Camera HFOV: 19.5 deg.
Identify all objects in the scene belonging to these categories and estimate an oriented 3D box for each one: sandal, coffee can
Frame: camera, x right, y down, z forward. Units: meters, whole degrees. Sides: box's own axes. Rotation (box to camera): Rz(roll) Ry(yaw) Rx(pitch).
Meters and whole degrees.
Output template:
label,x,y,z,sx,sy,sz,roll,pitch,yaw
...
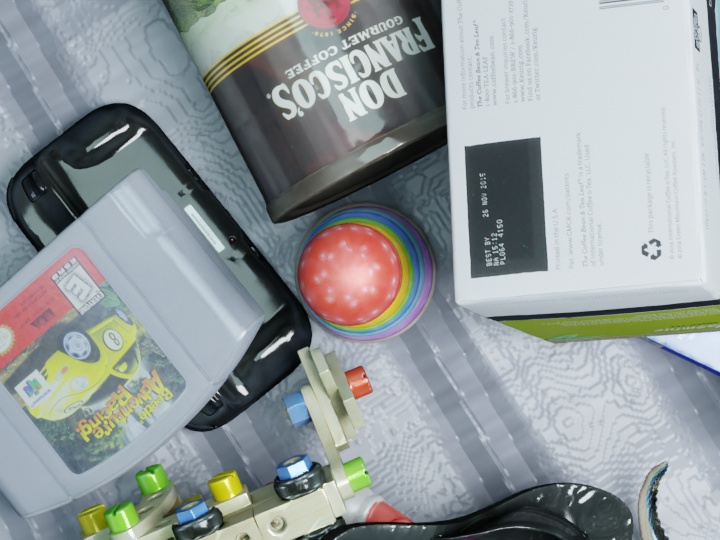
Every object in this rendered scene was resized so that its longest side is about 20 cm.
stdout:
label,x,y,z,sx,sy,sz,roll,pitch,yaw
sandal,0.070,0.166,1.163,0.200,0.048,0.075,-8,96,-24
coffee can,-0.031,-0.147,1.202,0.146,0.146,0.200,-28,88,2

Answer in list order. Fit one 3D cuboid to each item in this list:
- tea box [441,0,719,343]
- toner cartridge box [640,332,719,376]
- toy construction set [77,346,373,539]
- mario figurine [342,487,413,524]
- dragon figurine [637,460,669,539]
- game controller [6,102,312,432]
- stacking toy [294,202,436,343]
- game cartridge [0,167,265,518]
label,x,y,z,sx,sy,sz,roll,pitch,yaw
tea box,0.136,-0.071,1.137,0.134,0.197,0.200,-5,81,19
toner cartridge box,0.228,-0.041,1.241,0.095,0.043,0.200,25,90,2
toy construction set,-0.068,0.131,1.208,0.200,0.131,0.092,-37,99,1
mario figurine,0.036,0.187,1.244,0.200,0.106,0.123,-10,53,-8
dragon figurine,0.195,0.213,1.232,0.099,0.059,0.200,8,90,2
game controller,-0.120,-0.003,1.263,0.104,0.042,0.200,-38,88,-13
stacking toy,0.000,0.000,1.171,0.085,0.200,0.085,0,89,2
game cartridge,-0.159,0.052,1.232,0.200,0.041,0.133,-40,92,19
